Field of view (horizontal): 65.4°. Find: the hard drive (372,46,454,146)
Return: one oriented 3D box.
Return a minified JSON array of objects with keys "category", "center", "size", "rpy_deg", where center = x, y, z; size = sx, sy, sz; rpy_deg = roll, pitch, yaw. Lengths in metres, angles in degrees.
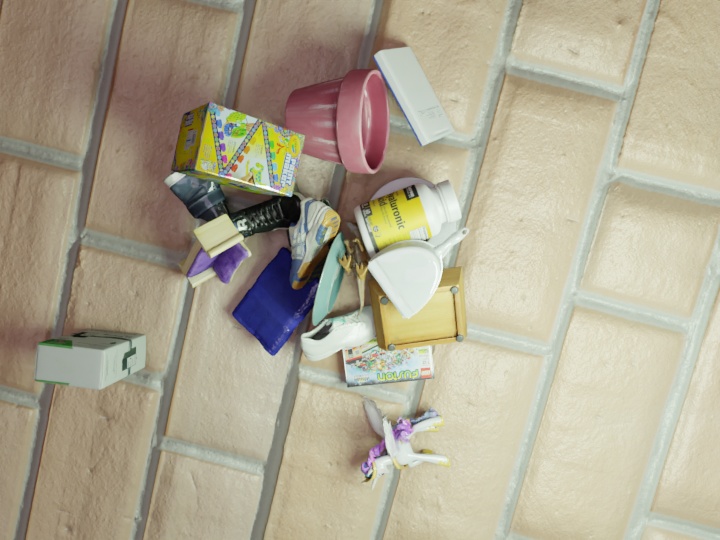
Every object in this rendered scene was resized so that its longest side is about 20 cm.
[{"category":"hard drive","center":[0.114,-0.363,1.161],"size":[0.025,0.132,0.202],"rpy_deg":[-27,94,41]}]

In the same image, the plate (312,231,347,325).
[{"category":"plate","center":[-0.057,0.020,1.164],"size":[0.025,0.200,0.203],"rpy_deg":[17,96,6]}]

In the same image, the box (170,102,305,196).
[{"category":"box","center":[-0.243,-0.228,1.098],"size":[0.191,0.199,0.124],"rpy_deg":[13,91,-32]}]

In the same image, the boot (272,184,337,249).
[{"category":"boot","center":[-0.112,-0.137,1.191],"size":[0.130,0.067,0.202],"rpy_deg":[-8,104,43]}]

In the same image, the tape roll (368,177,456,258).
[{"category":"tape roll","center":[0.105,-0.097,1.212],"size":[0.197,0.066,0.203],"rpy_deg":[0,95,4]}]

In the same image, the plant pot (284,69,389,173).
[{"category":"plant pot","center":[-0.050,-0.305,1.150],"size":[0.177,0.200,0.203],"rpy_deg":[6,96,18]}]

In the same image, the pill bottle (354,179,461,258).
[{"category":"pill bottle","center":[0.095,-0.108,1.124],"size":[0.198,0.111,0.113],"rpy_deg":[-20,94,5]}]

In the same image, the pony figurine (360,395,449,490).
[{"category":"pony figurine","center":[0.084,0.370,1.227],"size":[0.197,0.166,0.196],"rpy_deg":[-12,102,-11]}]

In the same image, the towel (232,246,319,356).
[{"category":"towel","center":[-0.177,0.067,1.239],"size":[0.147,0.049,0.201],"rpy_deg":[41,99,19]}]

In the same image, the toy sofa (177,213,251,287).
[{"category":"toy sofa","center":[-0.310,-0.024,1.177],"size":[0.082,0.200,0.098],"rpy_deg":[-33,88,-33]}]

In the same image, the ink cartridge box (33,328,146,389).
[{"category":"ink cartridge box","center":[-0.575,0.186,1.215],"size":[0.144,0.200,0.084],"rpy_deg":[6,92,2]}]

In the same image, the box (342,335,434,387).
[{"category":"box","center":[0.062,0.195,1.256],"size":[0.197,0.035,0.112],"rpy_deg":[-7,95,4]}]

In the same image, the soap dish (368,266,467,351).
[{"category":"soap dish","center":[0.124,0.085,1.168],"size":[0.197,0.081,0.159],"rpy_deg":[-8,111,1]}]

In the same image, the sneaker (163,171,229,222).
[{"category":"sneaker","center":[-0.304,-0.195,1.228],"size":[0.201,0.077,0.147],"rpy_deg":[-36,101,-2]}]

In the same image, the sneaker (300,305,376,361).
[{"category":"sneaker","center":[-0.037,0.123,1.208],"size":[0.198,0.089,0.076],"rpy_deg":[-28,53,-10]}]

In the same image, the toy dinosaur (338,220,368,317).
[{"category":"toy dinosaur","center":[0.000,0.000,1.133],"size":[0.060,0.106,0.203],"rpy_deg":[-1,92,16]}]

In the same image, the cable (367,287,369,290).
[{"category":"cable","center":[0.103,0.083,1.231],"size":[0.200,0.050,0.097],"rpy_deg":[42,123,-7]}]

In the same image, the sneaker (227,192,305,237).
[{"category":"sneaker","center":[-0.207,-0.103,1.164],"size":[0.198,0.111,0.074],"rpy_deg":[-13,101,40]}]

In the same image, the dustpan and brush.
[{"category":"dustpan and brush","center":[0.130,-0.019,1.089],"size":[0.199,0.057,0.140],"rpy_deg":[-35,97,10]}]

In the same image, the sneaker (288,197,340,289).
[{"category":"sneaker","center":[-0.109,-0.056,1.142],"size":[0.088,0.075,0.201],"rpy_deg":[39,122,21]}]
